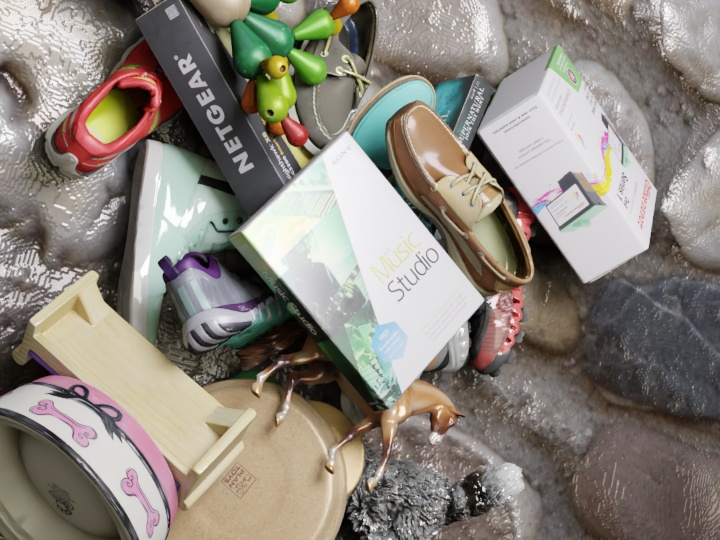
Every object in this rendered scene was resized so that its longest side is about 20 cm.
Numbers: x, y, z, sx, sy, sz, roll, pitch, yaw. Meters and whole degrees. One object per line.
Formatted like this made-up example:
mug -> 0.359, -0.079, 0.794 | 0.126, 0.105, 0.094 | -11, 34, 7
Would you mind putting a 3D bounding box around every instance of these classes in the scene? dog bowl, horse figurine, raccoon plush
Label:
dog bowl -> -0.234, 0.174, 1.094 | 0.201, 0.199, 0.074 | 55, 48, -13
horse figurine -> -0.014, 0.106, 1.188 | 0.199, 0.050, 0.133 | 38, 59, 9
raccoon plush -> 0.041, 0.183, 1.275 | 0.198, 0.097, 0.135 | -26, 99, -3

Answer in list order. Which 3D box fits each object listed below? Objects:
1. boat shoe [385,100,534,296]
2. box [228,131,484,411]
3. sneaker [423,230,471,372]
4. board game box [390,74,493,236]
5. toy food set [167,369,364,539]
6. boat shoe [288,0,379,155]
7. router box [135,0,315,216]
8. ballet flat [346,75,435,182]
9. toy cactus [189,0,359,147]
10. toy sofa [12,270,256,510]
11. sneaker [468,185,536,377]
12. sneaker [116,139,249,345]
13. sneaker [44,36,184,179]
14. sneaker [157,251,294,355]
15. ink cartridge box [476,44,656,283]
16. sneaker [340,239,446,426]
boat shoe -> 0.098, -0.066, 1.203 | 0.076, 0.073, 0.201 | -46, 114, -28
box -> 0.000, 0.000, 1.161 | 0.200, 0.036, 0.144 | 49, 62, -9
sneaker -> 0.057, 0.005, 1.330 | 0.078, 0.074, 0.203 | -8, 89, -23
board game box -> 0.044, -0.090, 1.293 | 0.028, 0.135, 0.202 | 33, 70, -30
toy food set -> -0.107, 0.190, 1.197 | 0.196, 0.049, 0.202 | 22, 74, 7
boat shoe -> -0.022, -0.190, 1.259 | 0.072, 0.060, 0.203 | 50, 33, -33
router box -> -0.104, -0.170, 1.225 | 0.201, 0.052, 0.157 | 60, 28, -11
ballet flat -> 0.000, -0.101, 1.277 | 0.068, 0.063, 0.201 | 34, 87, -15
toy cactus -> -0.085, -0.214, 1.153 | 0.164, 0.102, 0.202 | 34, 48, -30
toy sofa -> -0.193, 0.107, 1.126 | 0.200, 0.098, 0.083 | 40, 49, 6
sneaker -> 0.123, 0.005, 1.365 | 0.097, 0.071, 0.203 | 13, 77, -27
sneaker -> -0.154, -0.011, 1.211 | 0.117, 0.074, 0.203 | 11, 78, -21
sneaker -> -0.195, -0.156, 1.195 | 0.077, 0.085, 0.201 | 47, 57, -16
sneaker -> -0.115, 0.019, 1.188 | 0.074, 0.200, 0.088 | -30, 83, 11
ink cartridge box -> 0.219, -0.111, 1.385 | 0.201, 0.083, 0.145 | 53, 29, -14
sneaker -> 0.040, 0.061, 1.277 | 0.074, 0.082, 0.201 | 33, 81, 6
